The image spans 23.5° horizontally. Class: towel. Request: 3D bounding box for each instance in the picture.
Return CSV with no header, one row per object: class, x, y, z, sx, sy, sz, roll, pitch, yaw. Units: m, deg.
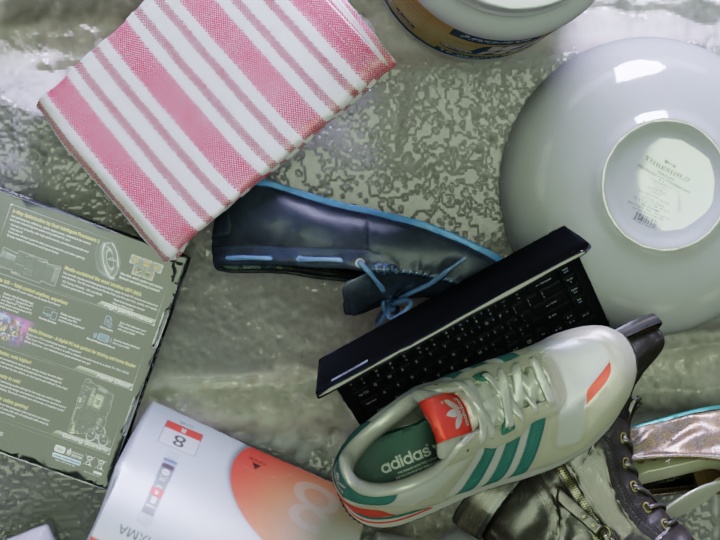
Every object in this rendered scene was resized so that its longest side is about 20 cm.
towel,-0.094,-0.119,1.118,0.200,0.030,0.147,-41,73,1

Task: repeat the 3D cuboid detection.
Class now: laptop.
laptop,0.074,0.061,1.059,0.176,0.104,0.200,-28,132,3

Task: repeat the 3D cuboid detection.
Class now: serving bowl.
serving bowl,0.193,-0.055,1.138,0.198,0.066,0.202,0,92,-3

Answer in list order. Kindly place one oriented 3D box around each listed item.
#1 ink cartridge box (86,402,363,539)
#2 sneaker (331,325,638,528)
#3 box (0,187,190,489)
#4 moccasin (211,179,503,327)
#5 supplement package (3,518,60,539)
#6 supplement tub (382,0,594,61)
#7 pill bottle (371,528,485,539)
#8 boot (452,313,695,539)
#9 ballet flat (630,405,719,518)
ink cartridge box,-0.087,0.176,1.063,0.161,0.200,0.050,25,115,-4
sneaker,0.072,0.089,1.010,0.199,0.093,0.071,-25,74,2
box,-0.229,0.033,1.125,0.199,0.044,0.161,19,90,-4
moccasin,0.000,0.000,1.126,0.198,0.081,0.069,14,74,8
supplement package,-0.228,0.236,1.052,0.113,0.200,0.110,-22,92,-2
supplement tub,0.082,-0.208,1.059,0.143,0.200,0.146,0,92,-3
pill bottle,0.097,0.229,1.116,0.198,0.112,0.113,12,91,-4
boot,0.172,0.147,1.068,0.174,0.069,0.200,39,82,13
ballet flat,0.166,0.136,1.133,0.198,0.068,0.068,-12,55,-2
